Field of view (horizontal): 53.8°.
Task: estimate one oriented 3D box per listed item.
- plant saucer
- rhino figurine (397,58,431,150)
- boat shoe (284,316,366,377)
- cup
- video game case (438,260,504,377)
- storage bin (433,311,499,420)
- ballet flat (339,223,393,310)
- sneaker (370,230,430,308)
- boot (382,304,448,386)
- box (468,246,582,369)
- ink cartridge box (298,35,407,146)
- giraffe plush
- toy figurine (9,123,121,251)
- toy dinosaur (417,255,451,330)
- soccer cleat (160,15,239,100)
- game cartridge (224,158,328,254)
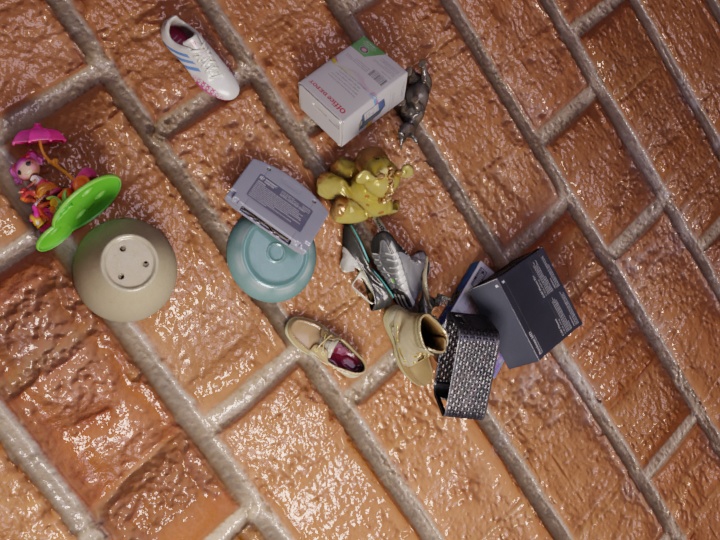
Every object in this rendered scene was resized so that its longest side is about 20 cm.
[{"bbox_3d":[-0.180,-0.036,1.486,0.195,0.036,0.206,2,84,-21],"label":"plant saucer"},{"bbox_3d":[0.119,-0.369,1.615,0.058,0.087,0.205,10,80,20],"label":"rhino figurine"},{"bbox_3d":[-0.067,0.159,1.496,0.198,0.066,0.075,31,74,-16],"label":"boat shoe"},{"bbox_3d":[-0.434,-0.007,1.323,0.196,0.143,0.206,2,84,-21],"label":"cup"},{"bbox_3d":[0.286,0.114,1.653,0.180,0.045,0.202,39,73,-13],"label":"video game case"},{"bbox_3d":[0.227,0.204,1.536,0.091,0.135,0.205,7,105,-7],"label":"storage bin"},{"bbox_3d":[0.000,0.000,1.540,0.068,0.068,0.202,-33,97,-12],"label":"ballet flat"},{"bbox_3d":[0.095,-0.026,1.564,0.115,0.074,0.203,-45,130,-30],"label":"sneaker"},{"bbox_3d":[0.135,0.171,1.521,0.072,0.154,0.204,-30,107,-25],"label":"boot"},{"bbox_3d":[0.372,0.083,1.597,0.180,0.104,0.203,-27,89,-36],"label":"box"},{"bbox_3d":[-0.017,-0.387,1.531,0.199,0.088,0.145,-40,71,-22],"label":"ink cartridge box"},{"bbox_3d":[0.019,-0.185,1.485,0.200,0.163,0.172,43,60,7],"label":"giraffe plush"},{"bbox_3d":[-0.576,-0.171,1.311,0.200,0.150,0.185,-43,87,5],"label":"toy figurine"},{"bbox_3d":[0.154,0.078,1.550,0.047,0.088,0.205,-10,115,-28],"label":"toy dinosaur"},{"bbox_3d":[-0.324,-0.428,1.437,0.199,0.086,0.070,42,72,-13],"label":"soccer cleat"},{"bbox_3d":[-0.168,-0.138,1.472,0.198,0.041,0.134,35,57,-7],"label":"game cartridge"}]
